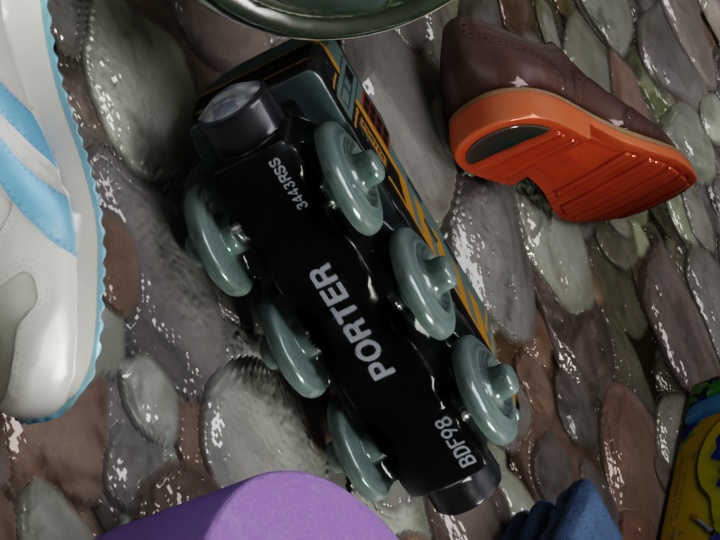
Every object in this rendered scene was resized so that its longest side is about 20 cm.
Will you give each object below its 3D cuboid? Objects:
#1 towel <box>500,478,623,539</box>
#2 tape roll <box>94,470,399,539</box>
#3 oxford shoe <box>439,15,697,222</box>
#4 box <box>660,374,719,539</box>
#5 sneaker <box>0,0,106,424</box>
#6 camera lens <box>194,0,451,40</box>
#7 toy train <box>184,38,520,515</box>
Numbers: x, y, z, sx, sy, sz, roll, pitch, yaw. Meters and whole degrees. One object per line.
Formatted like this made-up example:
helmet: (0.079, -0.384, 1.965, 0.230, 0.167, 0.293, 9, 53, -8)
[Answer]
towel: (0.112, 0.199, 1.168, 0.201, 0.048, 0.112, 63, 26, -13)
tape roll: (-0.024, 0.172, 0.906, 0.200, 0.065, 0.201, 44, 34, -41)
oxford shoe: (0.105, -0.076, 1.341, 0.200, 0.071, 0.073, 23, 46, -56)
box: (0.262, 0.128, 1.348, 0.122, 0.192, 0.200, 57, 27, -22)
sneaker: (-0.134, -0.045, 0.855, 0.080, 0.076, 0.202, -18, 104, -25)
camera lens: (-0.020, -0.200, 1.053, 0.160, 0.159, 0.201, 45, 20, -40)
toy train: (0.000, 0.000, 1.071, 0.201, 0.085, 0.114, 57, 18, -23)
